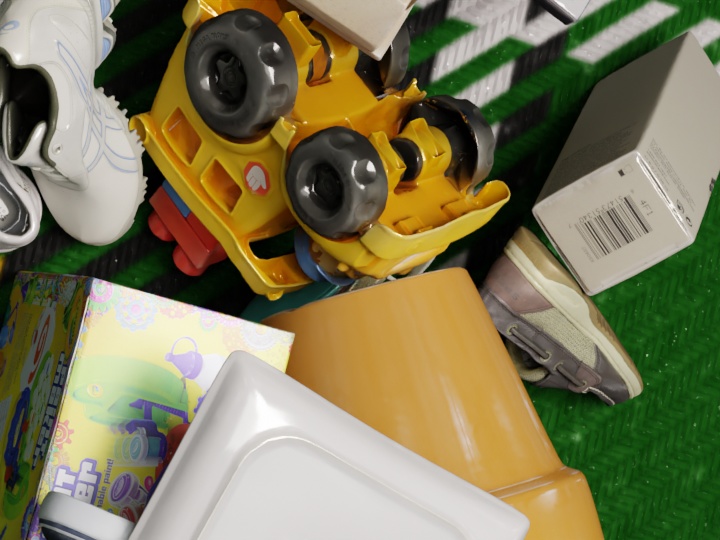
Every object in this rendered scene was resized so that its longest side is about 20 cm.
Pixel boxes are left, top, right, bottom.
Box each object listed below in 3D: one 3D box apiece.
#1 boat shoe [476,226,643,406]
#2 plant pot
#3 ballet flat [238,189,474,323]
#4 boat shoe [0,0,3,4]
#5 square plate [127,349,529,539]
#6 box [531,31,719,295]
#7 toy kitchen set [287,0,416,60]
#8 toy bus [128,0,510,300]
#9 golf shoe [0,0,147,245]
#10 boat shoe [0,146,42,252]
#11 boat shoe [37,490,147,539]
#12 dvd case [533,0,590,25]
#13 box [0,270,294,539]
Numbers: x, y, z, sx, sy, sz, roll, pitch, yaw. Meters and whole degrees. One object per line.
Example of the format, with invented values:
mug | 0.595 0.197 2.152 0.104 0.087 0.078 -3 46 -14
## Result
boat shoe | 0.118 0.039 1.467 0.066 0.072 0.201 -37 148 4
plant pot | 0.023 0.102 1.353 0.199 0.200 0.185 -14 86 -19
ballet flat | 0.000 0.000 1.462 0.071 0.071 0.200 44 77 -15
boat shoe | -0.175 -0.191 1.394 0.199 0.070 0.067 -30 102 -9
square plate | -0.030 0.173 1.196 0.197 0.028 0.201 31 84 -24
box | 0.172 -0.069 1.452 0.069 0.082 0.200 55 30 -12
toy kitchen set | 0.034 -0.222 1.262 0.199 0.180 0.164 33 76 -8
toy bus | -0.041 -0.053 1.381 0.200 0.192 0.135 50 37 16
golf shoe | -0.178 -0.079 1.341 0.201 0.078 0.097 83 28 -42
boat shoe | -0.258 -0.087 1.359 0.200 0.069 0.071 40 81 -15
boat shoe | -0.097 0.198 1.218 0.200 0.071 0.091 37 75 -20
dvd case | 0.085 -0.264 1.396 0.199 0.025 0.151 36 76 -16
box | -0.145 0.113 1.340 0.121 0.192 0.202 16 86 -20
